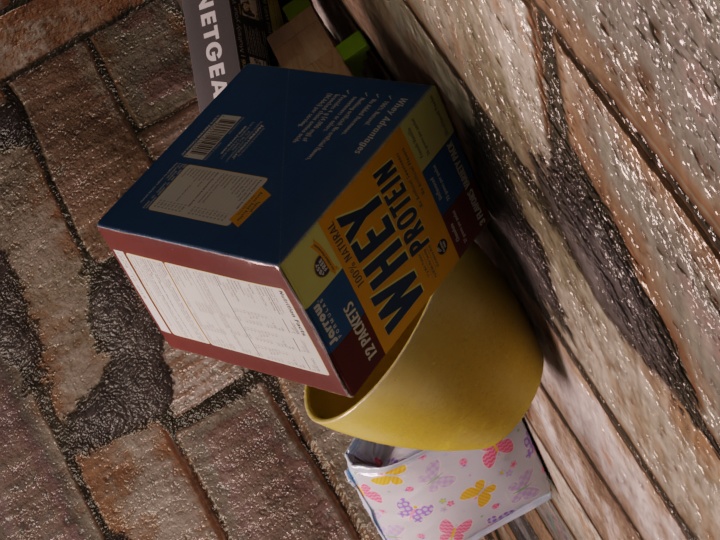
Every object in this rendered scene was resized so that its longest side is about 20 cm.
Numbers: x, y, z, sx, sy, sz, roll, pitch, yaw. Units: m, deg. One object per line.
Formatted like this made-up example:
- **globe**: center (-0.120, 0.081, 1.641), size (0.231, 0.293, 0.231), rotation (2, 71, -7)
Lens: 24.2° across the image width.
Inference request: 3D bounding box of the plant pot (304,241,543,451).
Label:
- **plant pot**: center (0.067, 0.069, 1.391), size (0.141, 0.201, 0.200), rotation (31, -173, -19)

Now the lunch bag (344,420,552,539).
- **lunch bag**: center (0.090, 0.215, 1.880), size (0.170, 0.199, 0.127), rotation (62, 176, -36)

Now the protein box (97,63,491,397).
- **protein box**: center (-0.048, -0.038, 1.276), size (0.199, 0.199, 0.135), rotation (12, 142, 41)

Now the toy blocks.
- **toy blocks**: center (-0.009, -0.138, 1.486), size (0.137, 0.100, 0.201), rotation (50, -172, -41)

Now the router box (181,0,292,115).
- **router box**: center (-0.092, -0.181, 1.533), size (0.157, 0.052, 0.202), rotation (8, -110, -62)
